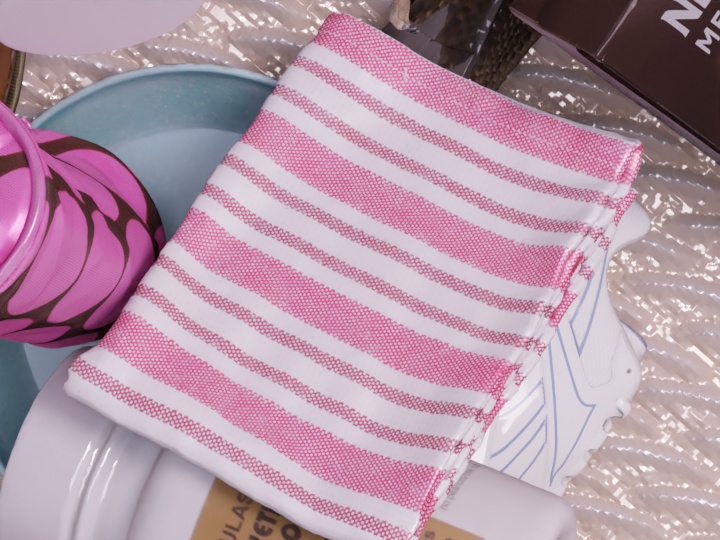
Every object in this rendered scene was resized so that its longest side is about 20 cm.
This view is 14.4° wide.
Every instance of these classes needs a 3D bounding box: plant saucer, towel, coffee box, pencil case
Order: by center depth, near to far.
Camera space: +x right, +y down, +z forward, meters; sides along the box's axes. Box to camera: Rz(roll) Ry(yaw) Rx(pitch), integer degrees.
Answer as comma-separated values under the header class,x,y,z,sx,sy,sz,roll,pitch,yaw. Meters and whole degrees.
class,x,y,z,sx,sy,sz,roll,pitch,yaw
pencil case,-0.132,-0.021,1.029,0.090,0.200,0.094,-20,84,4
towel,0.000,0.000,1.051,0.146,0.030,0.200,24,59,18
coffee box,0.171,-0.086,1.089,0.199,0.080,0.113,32,94,-28
plant saucer,-0.066,0.017,1.146,0.199,0.036,0.201,0,94,3

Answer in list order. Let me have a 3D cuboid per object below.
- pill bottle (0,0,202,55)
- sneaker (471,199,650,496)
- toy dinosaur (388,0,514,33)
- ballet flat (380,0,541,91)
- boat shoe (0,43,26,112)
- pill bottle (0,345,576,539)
class,x,y,z,sx,sy,sz,roll,pitch,yaw
pill bottle,-0.110,-0.184,1.017,0.112,0.113,0.201,-10,73,0
sneaker,0.070,0.055,1.142,0.086,0.075,0.201,7,96,-8
toy dinosaur,0.045,-0.157,1.102,0.199,0.058,0.102,-19,67,12
ballet flat,0.070,-0.126,1.142,0.067,0.046,0.200,37,88,24
boat shoe,-0.185,-0.046,1.126,0.072,0.068,0.201,19,93,0
pill bottle,-0.030,0.104,1.067,0.199,0.114,0.115,21,95,14
